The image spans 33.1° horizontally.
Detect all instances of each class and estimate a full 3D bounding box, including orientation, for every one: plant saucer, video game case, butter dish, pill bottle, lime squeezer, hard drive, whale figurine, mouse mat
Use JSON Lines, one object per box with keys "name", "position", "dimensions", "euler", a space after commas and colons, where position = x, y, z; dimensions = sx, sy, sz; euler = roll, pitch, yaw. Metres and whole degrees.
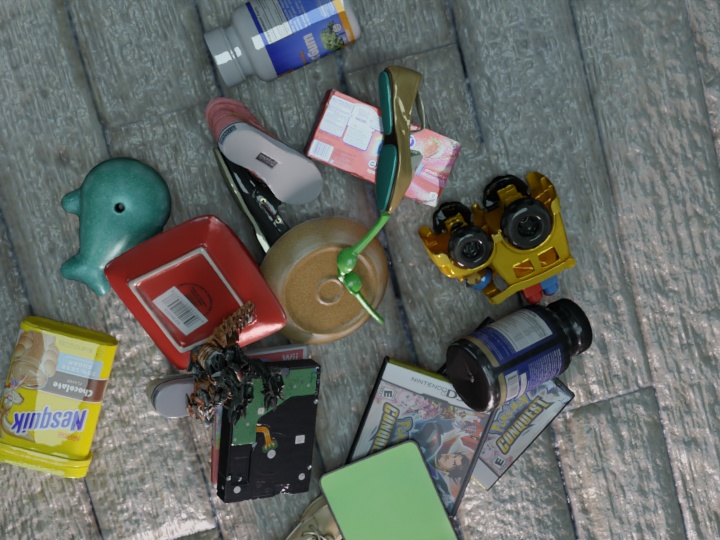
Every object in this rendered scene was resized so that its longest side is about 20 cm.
{"name": "plant saucer", "position": [-0.048, 0.023, 1.734], "dimensions": [0.200, 0.035, 0.201], "euler": [-8, 116, -18]}
{"name": "video game case", "position": [0.088, 0.247, 1.787], "dimensions": [0.180, 0.026, 0.200], "euler": [19, 102, -6]}
{"name": "butter dish", "position": [-0.217, 0.006, 1.681], "dimensions": [0.199, 0.148, 0.200], "euler": [-25, 115, 21]}
{"name": "pill bottle", "position": [0.231, 0.116, 1.736], "dimensions": [0.200, 0.112, 0.112], "euler": [-23, 101, -25]}
{"name": "video game case", "position": [-0.148, 0.210, 1.757], "dimensions": [0.143, 0.017, 0.200], "euler": [-6, 108, -29]}
{"name": "lime squeezer", "position": [0.000, 0.000, 1.695], "dimensions": [0.071, 0.038, 0.200], "euler": [-16, 133, -19]}
{"name": "hard drive", "position": [-0.133, 0.229, 1.738], "dimensions": [0.139, 0.038, 0.200], "euler": [-3, 108, -30]}
{"name": "whale figurine", "position": [-0.348, -0.061, 1.694], "dimensions": [0.159, 0.104, 0.200], "euler": [29, 95, -9]}
{"name": "mouse mat", "position": [0.044, 0.361, 1.790], "dimensions": [0.161, 0.008, 0.200], "euler": [-22, 103, 3]}
{"name": "video game case", "position": [0.191, 0.202, 1.822], "dimensions": [0.181, 0.026, 0.200], "euler": [42, 93, -9]}
{"name": "pill bottle", "position": [-0.109, -0.329, 1.670], "dimensions": [0.200, 0.112, 0.112], "euler": [-25, 100, 0]}

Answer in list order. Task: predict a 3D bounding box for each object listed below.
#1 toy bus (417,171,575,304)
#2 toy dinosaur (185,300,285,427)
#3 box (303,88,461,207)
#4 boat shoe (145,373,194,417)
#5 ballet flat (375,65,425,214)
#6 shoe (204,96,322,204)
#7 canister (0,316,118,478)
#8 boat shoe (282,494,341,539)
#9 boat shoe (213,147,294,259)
{"name": "toy bus", "position": [0.207, -0.020, 1.748], "dimensions": [0.200, 0.136, 0.192], "euler": [-25, 116, 1]}
{"name": "toy dinosaur", "position": [-0.181, 0.134, 1.617], "dimensions": [0.136, 0.200, 0.102], "euler": [38, 52, 27]}
{"name": "box", "position": [0.029, -0.175, 1.714], "dimensions": [0.200, 0.095, 0.103], "euler": [21, 96, -8]}
{"name": "boat shoe", "position": [-0.215, 0.174, 1.758], "dimensions": [0.200, 0.070, 0.071], "euler": [-3, 107, -30]}
{"name": "ballet flat", "position": [0.058, -0.175, 1.637], "dimensions": [0.063, 0.069, 0.200], "euler": [-2, 100, -19]}
{"name": "shoe", "position": [-0.133, -0.168, 1.673], "dimensions": [0.071, 0.091, 0.200], "euler": [-43, 139, 13]}
{"name": "canister", "position": [-0.439, 0.179, 1.733], "dimensions": [0.148, 0.087, 0.200], "euler": [15, 96, -7]}
{"name": "boat shoe", "position": [-0.075, 0.405, 1.809], "dimensions": [0.200, 0.065, 0.072], "euler": [-42, 100, 2]}
{"name": "boat shoe", "position": [-0.143, -0.095, 1.724], "dimensions": [0.063, 0.074, 0.202], "euler": [-31, 103, -5]}
